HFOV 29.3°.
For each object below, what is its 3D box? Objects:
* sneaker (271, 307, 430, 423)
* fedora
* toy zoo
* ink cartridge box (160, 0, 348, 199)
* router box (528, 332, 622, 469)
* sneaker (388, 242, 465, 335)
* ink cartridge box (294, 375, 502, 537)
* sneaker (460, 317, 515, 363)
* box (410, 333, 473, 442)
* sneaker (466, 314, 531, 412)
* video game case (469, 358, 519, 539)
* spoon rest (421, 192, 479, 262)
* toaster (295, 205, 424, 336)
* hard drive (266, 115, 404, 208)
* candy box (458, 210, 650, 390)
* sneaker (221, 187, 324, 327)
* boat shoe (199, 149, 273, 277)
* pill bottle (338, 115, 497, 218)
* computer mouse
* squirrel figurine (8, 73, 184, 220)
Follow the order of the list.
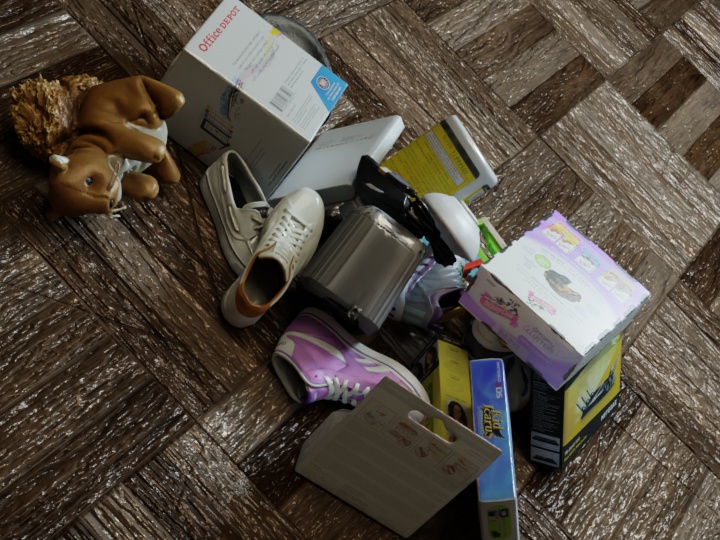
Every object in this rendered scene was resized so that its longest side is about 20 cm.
[{"bbox_3d":[-0.018,0.142,1.642,0.199,0.073,0.115,33,42,4],"label":"sneaker"},{"bbox_3d":[-0.110,-0.292,1.947,0.199,0.092,0.202,23,42,-22],"label":"fedora"},{"bbox_3d":[0.117,0.004,1.863,0.198,0.021,0.132,-18,54,-23],"label":"toy zoo"},{"bbox_3d":[-0.151,-0.222,1.799,0.199,0.145,0.148,37,44,-6],"label":"ink cartridge box"},{"bbox_3d":[0.287,0.145,1.826,0.052,0.159,0.200,12,27,29],"label":"router box"},{"bbox_3d":[0.114,0.010,1.791,0.087,0.075,0.200,26,52,17],"label":"sneaker"},{"bbox_3d":[0.042,0.198,1.526,0.159,0.200,0.048,33,39,-11],"label":"ink cartridge box"},{"bbox_3d":[0.217,0.060,1.798,0.199,0.080,0.079,-30,69,-38],"label":"sneaker"},{"bbox_3d":[0.100,0.180,1.697,0.050,0.075,0.202,21,44,-21],"label":"box"},{"bbox_3d":[0.171,0.090,1.841,0.087,0.075,0.202,14,45,-30],"label":"sneaker"},{"bbox_3d":[0.159,0.239,1.614,0.045,0.183,0.202,-4,46,5],"label":"video game case"},{"bbox_3d":[0.111,-0.053,1.701,0.100,0.060,0.200,52,8,2],"label":"spoon rest"},{"bbox_3d":[0.000,0.000,1.671,0.113,0.200,0.130,35,83,-5],"label":"toaster"},{"bbox_3d":[-0.031,-0.143,1.853,0.027,0.130,0.201,66,31,-24],"label":"hard drive"},{"bbox_3d":[0.245,0.034,1.728,0.168,0.072,0.199,43,41,14],"label":"candy box"},{"bbox_3d":[-0.090,-0.021,1.656,0.072,0.085,0.201,34,64,-13],"label":"sneaker"},{"bbox_3d":[-0.136,-0.061,1.728,0.071,0.066,0.202,1,54,-40],"label":"boat shoe"},{"bbox_3d":[0.073,-0.107,1.834,0.112,0.199,0.111,55,6,-9],"label":"pill bottle"},{"bbox_3d":[0.033,-0.086,1.681,0.200,0.046,0.141,49,-5,38],"label":"computer mouse"},{"bbox_3d":[-0.324,-0.143,1.620,0.198,0.142,0.187,29,48,7],"label":"squirrel figurine"}]
